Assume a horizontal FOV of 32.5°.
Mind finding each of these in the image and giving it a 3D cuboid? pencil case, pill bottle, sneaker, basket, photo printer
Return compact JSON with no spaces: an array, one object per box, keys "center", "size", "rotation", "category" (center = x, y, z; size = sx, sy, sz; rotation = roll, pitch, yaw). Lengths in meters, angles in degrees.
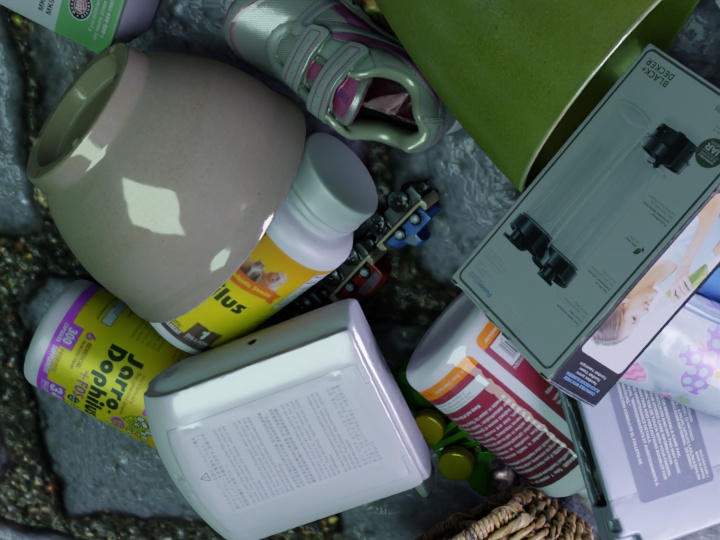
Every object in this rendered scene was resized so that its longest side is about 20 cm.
[{"center":[0.224,0.050,0.870],"size":[0.199,0.083,0.091],"rotation":[21,152,-11],"category":"pencil case"},{"center":[-0.184,0.095,1.082],"size":[0.200,0.104,0.104],"rotation":[26,121,2],"category":"pill bottle"},{"center":[0.143,0.105,0.981],"size":[0.200,0.113,0.113],"rotation":[40,121,-6],"category":"pill bottle"},{"center":[-0.013,-0.149,0.909],"size":[0.199,0.088,0.082],"rotation":[23,121,5],"category":"sneaker"},{"center":[-0.082,-0.023,0.985],"size":[0.200,0.109,0.109],"rotation":[-37,102,29],"category":"pill bottle"},{"center":[0.093,0.234,1.016],"size":[0.149,0.200,0.143],"rotation":[27,80,3],"category":"basket"},{"center":[-0.064,0.127,0.992],"size":[0.199,0.069,0.167],"rotation":[-21,112,13],"category":"photo printer"}]

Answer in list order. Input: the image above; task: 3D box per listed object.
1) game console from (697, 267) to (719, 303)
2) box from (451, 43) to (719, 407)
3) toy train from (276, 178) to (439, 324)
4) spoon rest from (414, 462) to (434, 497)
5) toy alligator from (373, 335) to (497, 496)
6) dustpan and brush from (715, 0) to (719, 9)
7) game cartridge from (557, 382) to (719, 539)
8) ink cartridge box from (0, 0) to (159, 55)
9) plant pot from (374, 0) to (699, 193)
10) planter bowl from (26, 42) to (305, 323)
[{"center":[0.289,0.009,0.835],"size":[0.177,0.031,0.200],"rotation":[0,158,42],"category":"game console"},{"center":[0.164,-0.029,0.778],"size":[0.200,0.117,0.060],"rotation":[-51,135,9],"category":"box"},{"center":[0.000,0.000,1.013],"size":[0.046,0.034,0.200],"rotation":[45,121,4],"category":"toy train"},{"center":[-0.017,0.175,1.109],"size":[0.200,0.061,0.100],"rotation":[-8,114,35],"category":"spoon rest"},{"center":[0.066,0.108,1.037],"size":[0.054,0.059,0.200],"rotation":[-31,105,28],"category":"toy alligator"},{"center":[0.277,-0.123,0.799],"size":[0.200,0.057,0.140],"rotation":[41,82,-15],"category":"dustpan and brush"},{"center":[0.218,0.099,0.927],"size":[0.042,0.133,0.201],"rotation":[-28,76,66],"category":"game cartridge"},{"center":[-0.239,-0.273,0.916],"size":[0.200,0.088,0.146],"rotation":[29,122,3],"category":"ink cartridge box"},{"center":[0.094,-0.186,0.822],"size":[0.200,0.187,0.187],"rotation":[42,122,12],"category":"plant pot"},{"center":[-0.155,-0.081,0.903],"size":[0.200,0.201,0.135],"rotation":[-36,125,29],"category":"planter bowl"}]
